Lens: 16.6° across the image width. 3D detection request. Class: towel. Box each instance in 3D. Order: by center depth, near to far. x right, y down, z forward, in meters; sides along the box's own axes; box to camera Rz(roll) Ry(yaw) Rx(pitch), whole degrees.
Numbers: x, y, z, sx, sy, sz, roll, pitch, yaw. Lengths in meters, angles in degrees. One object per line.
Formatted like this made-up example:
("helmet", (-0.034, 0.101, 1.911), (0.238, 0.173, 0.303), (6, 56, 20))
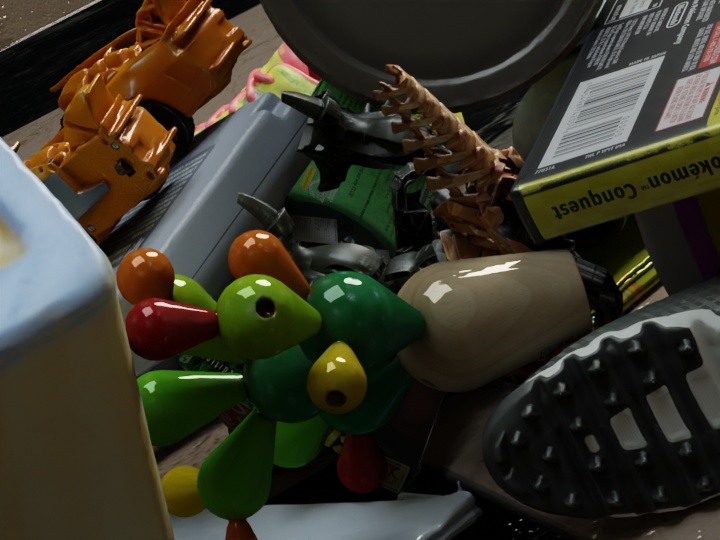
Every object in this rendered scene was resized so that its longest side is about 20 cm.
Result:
("towel", (0.108, -0.005, 1.105), (0.200, 0.018, 0.086), (-36, 18, -37))

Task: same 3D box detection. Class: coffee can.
("coffee can", (0.031, -0.142, 1.052), (0.146, 0.147, 0.200), (-24, 3, 4))

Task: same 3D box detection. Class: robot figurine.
("robot figurine", (-0.134, -0.037, 1.042), (0.200, 0.058, 0.145), (-33, 19, 40))

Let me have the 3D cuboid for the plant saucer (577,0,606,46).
("plant saucer", (0.168, -0.132, 1.223), (0.200, 0.039, 0.201), (0, -1, 0))

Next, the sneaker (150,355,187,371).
("sneaker", (-0.055, 0.016, 1.189), (0.088, 0.074, 0.200), (-10, 18, 38))

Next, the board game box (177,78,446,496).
("board game box", (0.000, 0.000, 1.031), (0.023, 0.105, 0.200), (-56, 6, 38))

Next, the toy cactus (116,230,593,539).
("toy cactus", (-0.001, 0.036, 0.847), (0.164, 0.103, 0.200), (-16, -27, -1))

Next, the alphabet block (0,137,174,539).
("alphabet block", (-0.190, 0.053, 0.810), (0.195, 0.200, 0.196), (-29, 53, -19))

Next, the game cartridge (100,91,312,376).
("game cartridge", (-0.101, 0.004, 1.025), (0.200, 0.042, 0.133), (-24, 31, 55))

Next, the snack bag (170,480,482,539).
("snack bag", (-0.076, 0.140, 0.895), (0.188, 0.021, 0.200), (-9, 22, 46))

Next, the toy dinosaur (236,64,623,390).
("toy dinosaur", (0.034, -0.017, 0.925), (0.135, 0.200, 0.102), (13, 43, 21))

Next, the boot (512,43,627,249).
("boot", (0.096, -0.052, 1.178), (0.131, 0.068, 0.200), (-39, 9, -24))

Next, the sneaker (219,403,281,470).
("sneaker", (-0.010, -0.004, 1.114), (0.067, 0.108, 0.201), (-14, 18, 38))

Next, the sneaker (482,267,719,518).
("sneaker", (0.135, 0.028, 0.860), (0.200, 0.067, 0.091), (-26, 6, 2))

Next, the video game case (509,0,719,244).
("video game case", (0.159, -0.088, 0.892), (0.180, 0.026, 0.200), (-17, 22, 27))

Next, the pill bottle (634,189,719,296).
("pill bottle", (0.206, -0.052, 0.931), (0.199, 0.104, 0.104), (-20, 15, 20))

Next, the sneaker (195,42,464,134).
("sneaker", (-0.041, -0.068, 1.206), (0.199, 0.091, 0.078), (-8, 9, 14))
